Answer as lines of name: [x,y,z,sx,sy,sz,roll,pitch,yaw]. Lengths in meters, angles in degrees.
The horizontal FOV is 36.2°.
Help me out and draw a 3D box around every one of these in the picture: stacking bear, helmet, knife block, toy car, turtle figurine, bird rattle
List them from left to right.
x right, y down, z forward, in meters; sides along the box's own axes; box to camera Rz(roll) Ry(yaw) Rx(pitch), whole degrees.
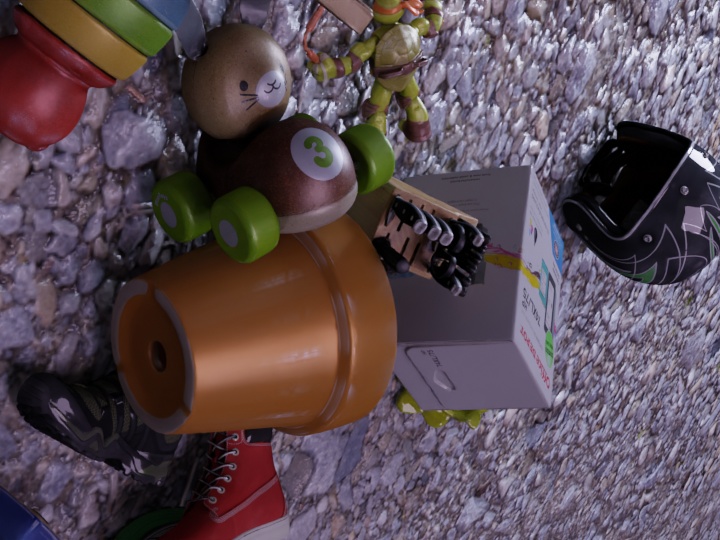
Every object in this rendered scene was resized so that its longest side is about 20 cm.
stacking bear: [-0.188,-0.175,0.750,0.201,0.113,0.121,-53,158,4]
toy car: [-0.084,-0.137,0.872,0.163,0.157,0.203,-32,123,-36]
knife block: [0.027,-0.045,0.977,0.065,0.198,0.175,-64,156,7]
turtle figurine: [0.037,-0.194,1.024,0.199,0.064,0.163,-33,135,-30]
bird rattle: [0.138,0.100,1.309,0.199,0.112,0.165,-29,117,-38]
helmet: [0.369,-0.077,1.373,0.199,0.190,0.203,-28,133,-35]

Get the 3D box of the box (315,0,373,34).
box: [-0.093,-0.245,0.733,0.199,0.164,0.021,32,102,-40]

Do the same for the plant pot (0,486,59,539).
plant pot: [-0.310,0.255,0.817,0.180,0.198,0.201,-49,141,-24]

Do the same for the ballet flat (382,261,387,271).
ballet flat: [0.000,0.000,1.122,0.074,0.074,0.200,-50,143,-12]

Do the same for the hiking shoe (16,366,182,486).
hiking shoe: [-0.215,0.112,0.948,0.102,0.075,0.200,-63,151,-14]

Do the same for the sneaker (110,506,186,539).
sneaker: [-0.213,0.297,1.046,0.199,0.085,0.079,-25,131,-38]

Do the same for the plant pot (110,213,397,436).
plant pot: [-0.100,0.052,0.923,0.182,0.199,0.203,-12,123,-41]

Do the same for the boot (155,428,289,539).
boot: [-0.144,0.201,1.039,0.199,0.071,0.147,-9,92,-60]

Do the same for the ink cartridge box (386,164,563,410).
ink cartridge box: [0.117,0.022,1.124,0.147,0.144,0.203,54,39,-50]
